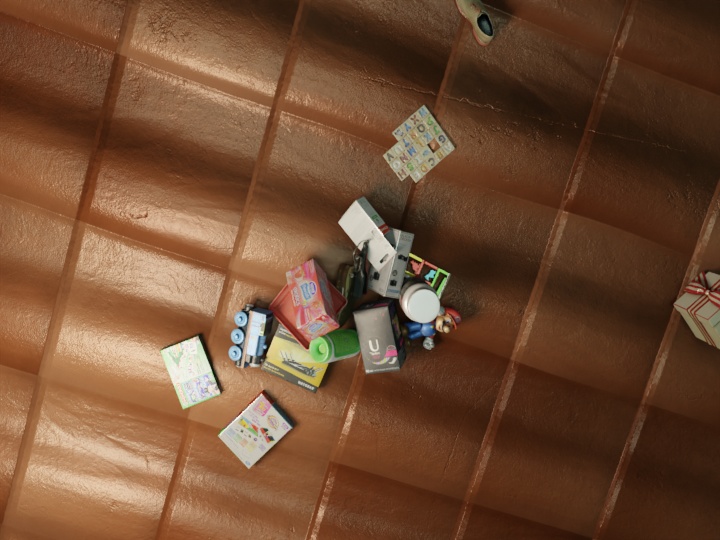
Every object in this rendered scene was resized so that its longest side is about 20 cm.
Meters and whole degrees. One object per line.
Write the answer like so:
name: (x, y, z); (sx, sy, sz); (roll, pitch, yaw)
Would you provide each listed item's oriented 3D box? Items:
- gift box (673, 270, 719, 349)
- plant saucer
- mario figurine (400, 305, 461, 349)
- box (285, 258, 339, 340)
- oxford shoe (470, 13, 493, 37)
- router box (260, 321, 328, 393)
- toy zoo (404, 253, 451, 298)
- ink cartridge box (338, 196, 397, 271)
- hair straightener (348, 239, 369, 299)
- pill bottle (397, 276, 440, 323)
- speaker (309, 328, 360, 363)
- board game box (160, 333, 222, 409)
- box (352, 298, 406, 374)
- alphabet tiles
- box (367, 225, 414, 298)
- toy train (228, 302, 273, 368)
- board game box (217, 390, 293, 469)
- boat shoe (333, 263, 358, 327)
gift box: (1.152, 0.114, 1.767); (0.200, 0.185, 0.187); (-44, 106, -1)
plant saucer: (-0.161, 0.109, 1.720); (0.199, 0.037, 0.201); (42, 95, 20)
mario figurine: (0.229, 0.183, 1.745); (0.195, 0.124, 0.109); (-21, 74, 4)
box: (-0.141, 0.084, 1.619); (0.100, 0.095, 0.204); (-25, 54, 11)
oxford shoe: (0.350, -0.784, 1.659); (0.070, 0.075, 0.202); (-34, 97, 2)
router box: (-0.199, 0.276, 1.761); (0.195, 0.052, 0.161); (24, 95, -6)
toy zoo: (0.178, 0.027, 1.771); (0.196, 0.020, 0.134); (26, 95, -6)
ink cartridge box: (0.031, -0.111, 1.686); (0.201, 0.050, 0.109); (51, 131, 5)
hair straightener: (0.000, 0.000, 1.677); (0.040, 0.077, 0.205); (24, 124, 24)
pill bottle: (0.175, 0.089, 1.667); (0.110, 0.200, 0.118); (0, 97, -3)
speaker: (-0.070, 0.230, 1.688); (0.086, 0.198, 0.092); (0, 90, 32)
board game box: (-0.539, 0.322, 1.758); (0.131, 0.029, 0.206); (-19, 98, 0)
box: (0.062, 0.205, 1.727); (0.119, 0.106, 0.207); (-10, 97, 18)
alphabet tiles: (0.174, -0.386, 1.730); (0.199, 0.008, 0.168); (-40, 98, 1)
box: (0.090, -0.029, 1.706); (0.059, 0.116, 0.207); (9, 96, -33)
toy train: (-0.340, 0.208, 1.718); (0.111, 0.087, 0.207); (12, 96, 13)
board game box: (-0.339, 0.516, 1.787); (0.199, 0.040, 0.154); (-42, 97, 2)
boat shoe: (-0.056, 0.078, 1.746); (0.066, 0.071, 0.206); (19, 102, 27)
